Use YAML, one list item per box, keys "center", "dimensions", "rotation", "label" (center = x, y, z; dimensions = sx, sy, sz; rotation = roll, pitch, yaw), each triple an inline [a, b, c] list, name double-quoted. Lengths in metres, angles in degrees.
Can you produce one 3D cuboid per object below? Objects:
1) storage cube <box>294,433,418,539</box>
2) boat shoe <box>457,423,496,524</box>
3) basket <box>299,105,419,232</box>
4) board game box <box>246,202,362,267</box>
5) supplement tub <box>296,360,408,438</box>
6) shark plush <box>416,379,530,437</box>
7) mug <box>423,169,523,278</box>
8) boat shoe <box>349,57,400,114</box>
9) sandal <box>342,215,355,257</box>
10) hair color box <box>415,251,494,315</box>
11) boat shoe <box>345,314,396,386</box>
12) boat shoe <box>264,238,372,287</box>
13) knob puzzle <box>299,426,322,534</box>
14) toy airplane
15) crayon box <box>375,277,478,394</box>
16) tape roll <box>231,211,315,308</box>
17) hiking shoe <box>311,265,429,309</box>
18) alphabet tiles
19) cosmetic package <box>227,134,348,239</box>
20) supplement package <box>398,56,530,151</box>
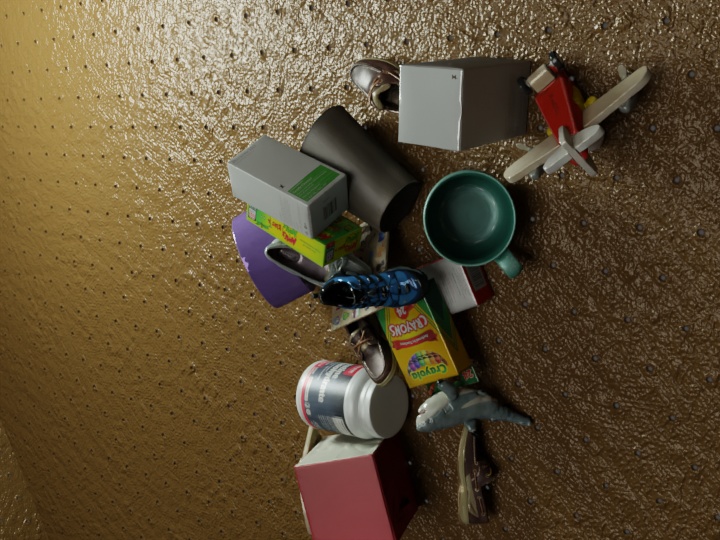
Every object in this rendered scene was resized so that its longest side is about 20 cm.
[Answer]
- center: [-0.004, 0.431, 1.708]
  dimensions: [0.198, 0.171, 0.182]
  rotation: [-14, 95, 21]
  label: "storage cube"
- center: [0.218, 0.377, 1.606]
  dimensions: [0.071, 0.072, 0.203]
  rotation: [1, 95, 10]
  label: "boat shoe"
- center: [0.000, -0.174, 1.570]
  dimensions: [0.200, 0.136, 0.181]
  rotation: [39, 140, 21]
  label: "basket"
- center: [-0.104, -0.086, 1.573]
  dimensions: [0.199, 0.101, 0.048]
  rotation: [31, 130, 30]
  label: "board game box"
- center: [-0.018, 0.258, 1.715]
  dimensions: [0.198, 0.140, 0.142]
  rotation: [2, 105, 41]
  label: "supplement tub"
- center: [0.200, 0.260, 1.536]
  dimensions: [0.091, 0.198, 0.084]
  rotation: [122, 158, -63]
  label: "shark plush"
- center: [0.183, -0.074, 1.428]
  dimensions: [0.150, 0.114, 0.187]
  rotation: [-9, 97, 7]
  label: "mug"
- center: [0.048, -0.314, 1.496]
  dimensions: [0.199, 0.072, 0.073]
  rotation: [37, 126, 28]
  label: "boat shoe"
- center: [-0.050, -0.067, 1.648]
  dimensions: [0.208, 0.059, 0.079]
  rotation: [57, 138, 13]
  label: "sandal"
- center: [0.135, 0.035, 1.561]
  dimensions: [0.199, 0.061, 0.102]
  rotation: [-22, 91, 43]
  label: "hair color box"
- center: [0.008, 0.138, 1.630]
  dimensions: [0.072, 0.072, 0.201]
  rotation: [-49, 35, 21]
  label: "boat shoe"
- center: [-0.077, -0.008, 1.569]
  dimensions: [0.200, 0.065, 0.075]
  rotation: [21, 101, 5]
  label: "boat shoe"
- center: [-0.096, 0.452, 1.776]
  dimensions: [0.030, 0.220, 0.222]
  rotation: [-8, 99, 17]
  label: "knob puzzle"
- center: [0.318, -0.211, 1.267]
  dimensions: [0.199, 0.140, 0.201]
  rotation: [17, 83, 51]
  label: "toy airplane"
- center: [0.117, 0.128, 1.537]
  dimensions: [0.126, 0.051, 0.202]
  rotation: [-24, 91, 44]
  label: "crayon box"
- center: [-0.171, -0.033, 1.711]
  dimensions: [0.084, 0.200, 0.202]
  rotation: [-25, 86, 8]
  label: "tape roll"
- center: [0.022, 0.040, 1.476]
  dimensions: [0.198, 0.087, 0.075]
  rotation: [-5, 106, 27]
  label: "hiking shoe"
- center: [0.000, 0.000, 1.626]
  dimensions: [0.167, 0.007, 0.202]
  rotation: [-28, 50, 49]
  label: "alphabet tiles"
- center: [-0.129, -0.151, 1.532]
  dimensions: [0.199, 0.108, 0.085]
  rotation: [28, 144, 26]
  label: "cosmetic package"
- center: [0.163, -0.265, 1.344]
  dimensions: [0.119, 0.199, 0.123]
  rotation: [15, 113, 37]
  label: "supplement package"
